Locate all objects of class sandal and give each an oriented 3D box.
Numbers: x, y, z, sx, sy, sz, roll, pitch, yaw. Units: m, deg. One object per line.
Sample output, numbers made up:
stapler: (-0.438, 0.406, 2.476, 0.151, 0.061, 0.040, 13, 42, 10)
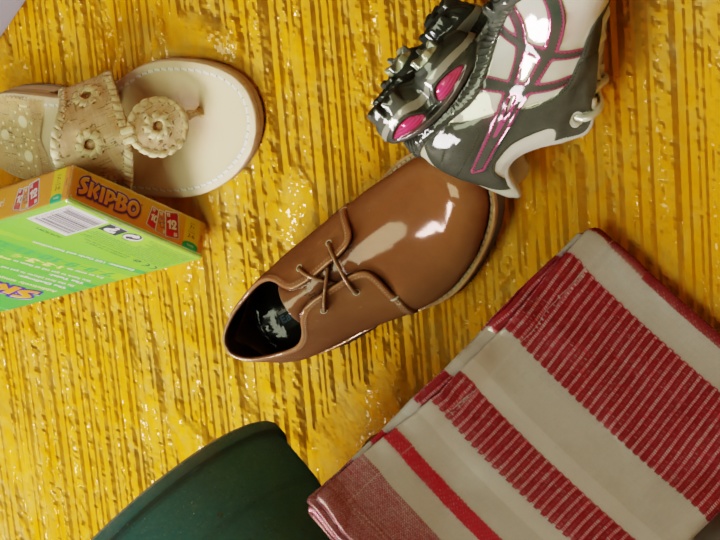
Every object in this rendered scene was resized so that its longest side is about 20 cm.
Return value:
sandal: (-0.149, -0.068, 1.563, 0.211, 0.070, 0.078, 1, 109, 43)

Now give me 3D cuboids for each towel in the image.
towel: (0.090, 0.090, 1.341, 0.144, 0.200, 0.023, 43, 172, 20)

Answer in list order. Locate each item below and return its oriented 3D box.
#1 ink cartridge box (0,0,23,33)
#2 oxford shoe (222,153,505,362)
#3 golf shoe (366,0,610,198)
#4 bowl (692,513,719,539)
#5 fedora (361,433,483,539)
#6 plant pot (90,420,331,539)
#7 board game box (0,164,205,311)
ink cartridge box: (-0.270, -0.214, 1.597, 0.200, 0.076, 0.136, 55, 136, 12)
oxford shoe: (0.000, 0.000, 1.456, 0.200, 0.071, 0.071, -40, 78, 44)
golf shoe: (0.090, -0.114, 1.330, 0.088, 0.077, 0.200, 36, 132, -11)
bowl: (0.207, 0.215, 1.358, 0.199, 0.075, 0.200, -3, 105, 43)
fedora: (0.070, 0.161, 1.437, 0.201, 0.082, 0.201, 49, 153, 37)
plant pot: (-0.049, 0.210, 1.414, 0.188, 0.200, 0.200, 44, 133, 15)
board game box: (-0.186, -0.014, 1.611, 0.200, 0.095, 0.030, -17, 59, 44)
